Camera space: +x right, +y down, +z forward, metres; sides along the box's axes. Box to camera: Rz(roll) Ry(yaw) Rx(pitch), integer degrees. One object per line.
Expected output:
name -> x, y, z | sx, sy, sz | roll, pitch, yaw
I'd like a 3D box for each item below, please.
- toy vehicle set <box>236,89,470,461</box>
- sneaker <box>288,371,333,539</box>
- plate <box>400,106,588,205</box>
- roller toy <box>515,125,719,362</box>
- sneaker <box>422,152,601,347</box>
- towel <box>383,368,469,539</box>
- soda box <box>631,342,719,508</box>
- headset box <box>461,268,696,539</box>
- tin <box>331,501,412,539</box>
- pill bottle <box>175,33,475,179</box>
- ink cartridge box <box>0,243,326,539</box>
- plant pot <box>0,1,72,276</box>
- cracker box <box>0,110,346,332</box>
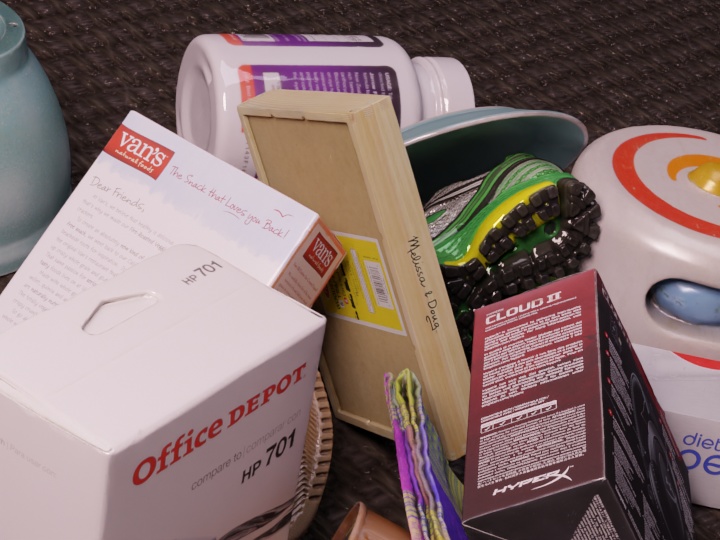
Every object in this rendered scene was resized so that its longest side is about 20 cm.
toy vehicle set -> 0.000, 0.000, 0.917 | 0.026, 0.201, 0.124 | -26, 21, -26
sneaker -> -0.069, 0.074, 0.948 | 0.071, 0.113, 0.201 | 2, 64, -19
plate -> 0.051, -0.066, 1.091 | 0.199, 0.200, 0.026 | -8, 73, -30
roller toy -> 0.216, -0.008, 1.092 | 0.199, 0.140, 0.182 | -19, 44, -41
sneaker -> 0.050, 0.000, 1.036 | 0.199, 0.078, 0.085 | -31, 32, -5
towel -> 0.056, 0.150, 0.803 | 0.023, 0.144, 0.200 | -24, 30, 8
soda box -> 0.199, 0.094, 0.997 | 0.199, 0.064, 0.068 | 12, 31, -1
headset box -> 0.116, 0.108, 0.856 | 0.077, 0.149, 0.200 | -20, 28, 16
tin -> -0.021, 0.185, 0.732 | 0.042, 0.112, 0.200 | 25, 33, 1
pill bottle -> -0.024, -0.113, 1.199 | 0.199, 0.112, 0.112 | -2, 35, -22
ink cartridge box -> -0.101, 0.110, 0.738 | 0.086, 0.201, 0.146 | 29, 36, 25
plant pot -> -0.280, -0.102, 1.073 | 0.199, 0.135, 0.201 | 8, 32, -5
cracker box -> -0.118, 0.032, 0.880 | 0.134, 0.058, 0.200 | 30, 81, 26
